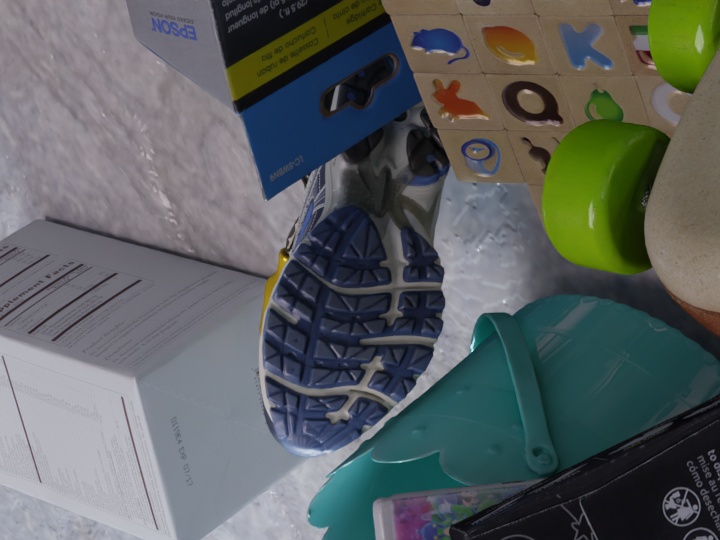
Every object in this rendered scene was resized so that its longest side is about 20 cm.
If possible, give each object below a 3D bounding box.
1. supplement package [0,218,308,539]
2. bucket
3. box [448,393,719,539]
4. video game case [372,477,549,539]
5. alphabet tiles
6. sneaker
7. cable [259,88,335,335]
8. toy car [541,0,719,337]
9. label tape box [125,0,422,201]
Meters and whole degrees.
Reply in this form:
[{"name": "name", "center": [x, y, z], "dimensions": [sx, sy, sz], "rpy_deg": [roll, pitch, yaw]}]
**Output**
[{"name": "supplement package", "center": [-0.140, 0.058, 1.374], "dimensions": [0.200, 0.109, 0.114], "rpy_deg": [15, 127, 41]}, {"name": "bucket", "center": [0.091, 0.118, 1.119], "dimensions": [0.207, 0.135, 0.208], "rpy_deg": [30, 144, 25]}, {"name": "box", "center": [0.133, 0.157, 0.915], "dimensions": [0.115, 0.132, 0.200], "rpy_deg": [119, 125, -85]}, {"name": "video game case", "center": [0.105, 0.179, 0.982], "dimensions": [0.024, 0.181, 0.201], "rpy_deg": [94, 170, -86]}, {"name": "alphabet tiles", "center": [0.096, -0.081, 1.019], "dimensions": [0.166, 0.006, 0.200], "rpy_deg": [3, 140, 27]}, {"name": "sneaker", "center": [0.000, 0.000, 1.137], "dimensions": [0.077, 0.200, 0.085], "rpy_deg": [19, 153, -4]}, {"name": "cable", "center": [-0.019, -0.022, 1.228], "dimensions": [0.097, 0.050, 0.201], "rpy_deg": [18, 130, 38]}, {"name": "toy car", "center": [0.195, -0.005, 0.914], "dimensions": [0.164, 0.158, 0.200], "rpy_deg": [13, 153, 45]}, {"name": "label tape box", "center": [-0.036, -0.153, 1.072], "dimensions": [0.063, 0.144, 0.201], "rpy_deg": [14, 126, 42]}]
